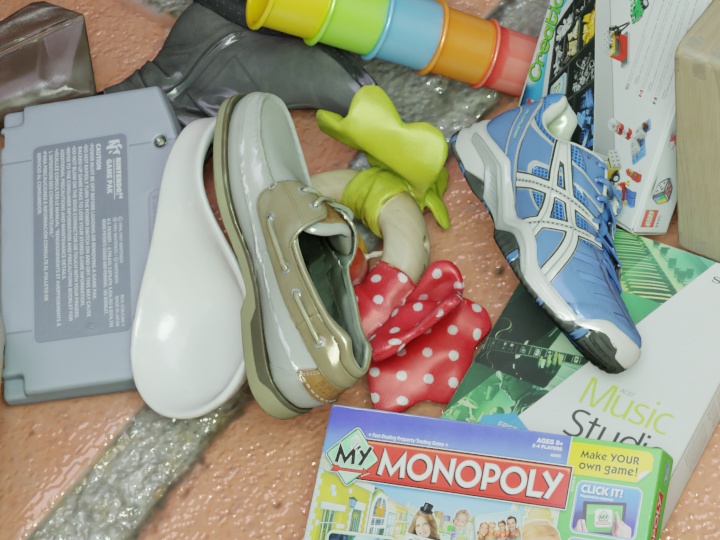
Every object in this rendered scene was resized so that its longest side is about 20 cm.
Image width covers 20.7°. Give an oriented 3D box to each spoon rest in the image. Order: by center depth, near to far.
[{"bbox_3d":[-0.097,-0.008,1.202,0.099,0.060,0.202,-11,64,36],"label":"spoon rest"}]

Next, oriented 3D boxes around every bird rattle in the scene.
[{"bbox_3d":[0.000,0.000,1.228,0.162,0.113,0.202,-13,66,21],"label":"bird rattle"}]

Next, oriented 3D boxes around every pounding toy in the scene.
[{"bbox_3d":[0.291,-0.117,1.137,0.141,0.185,0.200,23,55,28],"label":"pounding toy"}]

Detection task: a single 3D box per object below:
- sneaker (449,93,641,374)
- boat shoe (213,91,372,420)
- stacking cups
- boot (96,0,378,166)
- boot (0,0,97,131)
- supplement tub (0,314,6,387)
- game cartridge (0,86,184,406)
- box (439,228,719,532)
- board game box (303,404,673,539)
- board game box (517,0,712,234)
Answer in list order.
[{"bbox_3d":[0.119,-0.028,1.152,0.077,0.076,0.201,-31,54,9],"label":"sneaker"},{"bbox_3d":[-0.035,-0.017,1.158,0.068,0.074,0.202,-21,70,30],"label":"boat shoe"},{"bbox_3d":[0.028,-0.160,1.273,0.198,0.061,0.061,13,51,-21],"label":"stacking cups"},{"bbox_3d":[-0.077,-0.107,1.330,0.199,0.070,0.132,30,75,39],"label":"boot"},{"bbox_3d":[-0.296,-0.158,1.418,0.199,0.064,0.187,-29,66,-1],"label":"boot"},{"bbox_3d":[-0.291,0.110,1.174,0.144,0.146,0.202,-6,59,12],"label":"supplement tub"},{"bbox_3d":[-0.167,-0.017,1.275,0.132,0.040,0.202,-8,69,14],"label":"game cartridge"},{"bbox_3d":[0.138,0.069,1.154,0.143,0.036,0.201,20,62,26],"label":"box"},{"bbox_3d":[0.064,0.153,1.089,0.198,0.029,0.136,5,75,24],"label":"board game box"},{"bbox_3d":[0.164,-0.139,1.198,0.034,0.202,0.126,0,25,-39],"label":"board game box"}]
